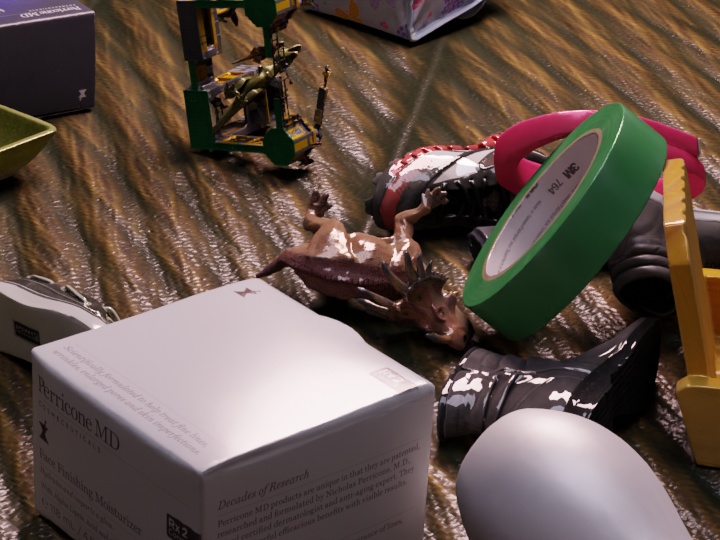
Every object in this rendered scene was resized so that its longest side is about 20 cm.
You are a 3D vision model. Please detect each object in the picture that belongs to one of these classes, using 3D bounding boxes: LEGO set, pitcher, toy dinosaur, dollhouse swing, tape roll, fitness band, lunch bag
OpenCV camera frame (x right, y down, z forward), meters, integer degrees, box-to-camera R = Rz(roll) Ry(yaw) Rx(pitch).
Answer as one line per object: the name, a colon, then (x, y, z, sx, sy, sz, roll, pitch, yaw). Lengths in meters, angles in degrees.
LEGO set: (-0.090, -0.198, 2.038, 0.153, 0.202, 0.116, -4, 16, 35)
pitcher: (0.170, 0.178, 1.385, 0.171, 0.122, 0.200, 5, 27, -49)
toy dinosaur: (0.000, 0.000, 1.749, 0.198, 0.086, 0.136, 3, 32, 12)
dollhouse swing: (0.309, 0.027, 1.620, 0.180, 0.177, 0.200, 6, 25, 6)
tape roll: (0.160, -0.039, 1.690, 0.048, 0.201, 0.201, 36, 25, -9)
fitness band: (0.206, -0.091, 1.847, 0.199, 0.038, 0.143, 15, -22, -39)
lunch bag: (0.057, -0.349, 2.419, 0.169, 0.128, 0.200, 20, 40, 35)

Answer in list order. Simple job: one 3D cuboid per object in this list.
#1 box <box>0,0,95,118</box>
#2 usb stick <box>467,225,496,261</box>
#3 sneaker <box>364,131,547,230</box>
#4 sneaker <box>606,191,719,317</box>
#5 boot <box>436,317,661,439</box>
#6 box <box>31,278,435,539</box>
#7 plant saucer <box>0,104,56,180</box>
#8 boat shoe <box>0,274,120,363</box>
box: (-0.370, -0.229, 2.141, 0.147, 0.105, 0.200, -14, 30, -32)
usb stick: (0.191, -0.026, 1.874, 0.198, 0.033, 0.055, -5, 25, -18)
sneaker: (0.100, -0.072, 1.912, 0.199, 0.071, 0.098, -15, 29, -35)
sneaker: (0.273, 0.000, 1.808, 0.199, 0.071, 0.100, 16, 59, -35)
boot: (0.144, 0.076, 1.627, 0.131, 0.070, 0.200, 10, 22, 26)
box: (-0.087, 0.118, 1.434, 0.199, 0.132, 0.198, -18, 32, -37)
plant saucer: (-0.411, -0.109, 1.953, 0.199, 0.048, 0.199, 22, 32, 33)
boat shoe: (-0.217, 0.045, 1.637, 0.063, 0.071, 0.199, -21, 33, -39)
